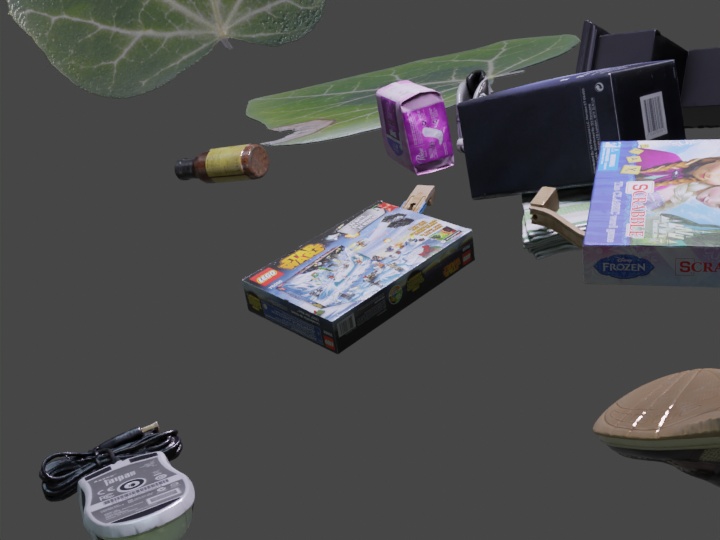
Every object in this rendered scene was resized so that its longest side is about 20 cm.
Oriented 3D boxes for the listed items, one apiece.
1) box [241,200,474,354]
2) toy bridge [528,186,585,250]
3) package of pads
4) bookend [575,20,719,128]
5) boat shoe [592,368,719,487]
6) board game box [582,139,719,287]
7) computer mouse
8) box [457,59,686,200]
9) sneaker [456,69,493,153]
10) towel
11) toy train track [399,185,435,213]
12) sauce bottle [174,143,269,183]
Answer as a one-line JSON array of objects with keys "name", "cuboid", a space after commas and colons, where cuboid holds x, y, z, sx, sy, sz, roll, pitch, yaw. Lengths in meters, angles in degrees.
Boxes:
[{"name": "box", "cuboid": [0.000, 0.000, 0.954, 0.199, 0.040, 0.136, -31, 36, -33]}, {"name": "toy bridge", "cuboid": [0.250, -0.039, 0.905, 0.198, 0.027, 0.067, 14, 45, 35]}, {"name": "package of pads", "cuboid": [0.082, -0.228, 1.499, 0.075, 0.122, 0.200, -16, 17, -6]}, {"name": "bookend", "cuboid": [0.413, -0.252, 1.219, 0.198, 0.094, 0.197, 13, -4, -41]}, {"name": "boat shoe", "cuboid": [0.212, 0.094, 0.530, 0.072, 0.065, 0.199, -36, 8, -31]}, {"name": "board game box", "cuboid": [0.304, -0.056, 0.843, 0.197, 0.042, 0.201, 1, 33, 18]}, {"name": "computer mouse", "cuboid": [-0.161, 0.159, 0.662, 0.108, 0.044, 0.200, -16, 12, -19]}, {"name": "box", "cuboid": [0.251, -0.167, 1.126, 0.197, 0.125, 0.199, -5, 10, 39]}, {"name": "sneaker", "cuboid": [0.214, -0.270, 1.530, 0.074, 0.117, 0.199, 0, 23, 37]}, {"name": "towel", "cuboid": [0.250, -0.063, 1.042, 0.147, 0.031, 0.200, -8, 17, 11]}, {"name": "toy train track", "cuboid": [0.046, -0.039, 1.084, 0.113, 0.033, 0.200, 4, 32, 22]}, {"name": "sauce bottle", "cuboid": [-0.258, -0.193, 1.742, 0.198, 0.067, 0.066, 1, 23, 34]}]
